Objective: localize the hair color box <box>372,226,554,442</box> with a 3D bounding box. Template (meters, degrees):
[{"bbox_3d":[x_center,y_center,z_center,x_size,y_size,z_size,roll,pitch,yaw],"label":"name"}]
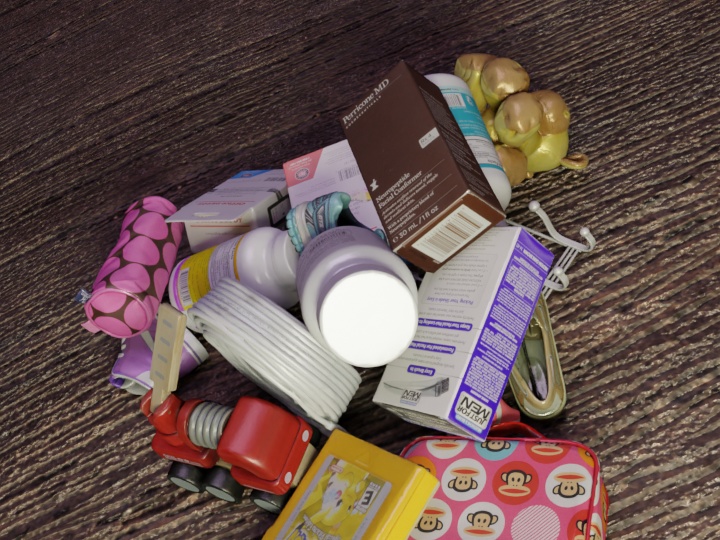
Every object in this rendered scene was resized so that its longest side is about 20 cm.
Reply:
[{"bbox_3d":[0.101,0.057,0.860,0.109,0.065,0.200,4,64,53],"label":"hair color box"}]

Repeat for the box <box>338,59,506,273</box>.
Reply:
[{"bbox_3d":[0.059,-0.109,0.896,0.100,0.075,0.200,-39,49,23],"label":"box"}]

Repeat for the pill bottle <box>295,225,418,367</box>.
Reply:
[{"bbox_3d":[-0.004,0.025,0.866,0.114,0.114,0.200,-26,13,-1],"label":"pill bottle"}]

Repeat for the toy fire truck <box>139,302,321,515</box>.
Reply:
[{"bbox_3d":[-0.149,0.144,0.905,0.176,0.200,0.129,6,57,30],"label":"toy fire truck"}]

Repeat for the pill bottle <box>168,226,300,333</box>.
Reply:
[{"bbox_3d":[-0.137,0.009,1.075,0.200,0.104,0.104,-18,39,37],"label":"pill bottle"}]

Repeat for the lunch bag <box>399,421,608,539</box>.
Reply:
[{"bbox_3d":[0.122,0.218,0.803,0.200,0.082,0.176,-1,47,25],"label":"lunch bag"}]

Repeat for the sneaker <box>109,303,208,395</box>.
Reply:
[{"bbox_3d":[-0.295,0.089,1.135,0.114,0.073,0.200,-42,45,-14],"label":"sneaker"}]

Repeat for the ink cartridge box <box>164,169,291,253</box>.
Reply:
[{"bbox_3d":[-0.158,-0.075,1.184,0.116,0.068,0.200,1,24,26],"label":"ink cartridge box"}]

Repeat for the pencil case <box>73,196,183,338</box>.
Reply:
[{"bbox_3d":[-0.289,-0.007,1.115,0.094,0.091,0.200,-33,28,29],"label":"pencil case"}]

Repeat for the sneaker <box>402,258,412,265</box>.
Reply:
[{"bbox_3d":[0.060,-0.096,1.084,0.078,0.066,0.200,-47,33,48],"label":"sneaker"}]

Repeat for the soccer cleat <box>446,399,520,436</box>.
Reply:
[{"bbox_3d":[0.102,0.108,0.948,0.076,0.067,0.200,1,32,-19],"label":"soccer cleat"}]

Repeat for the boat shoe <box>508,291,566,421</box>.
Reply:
[{"bbox_3d":[0.164,0.052,0.904,0.072,0.076,0.200,-23,65,6],"label":"boat shoe"}]

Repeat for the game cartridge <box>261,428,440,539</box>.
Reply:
[{"bbox_3d":[-0.033,0.251,0.806,0.200,0.032,0.176,-54,24,-16],"label":"game cartridge"}]

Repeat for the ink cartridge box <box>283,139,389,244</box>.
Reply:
[{"bbox_3d":[-0.019,-0.060,1.124,0.116,0.067,0.200,-18,66,13],"label":"ink cartridge box"}]

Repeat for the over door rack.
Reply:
[{"bbox_3d":[0.154,-0.019,1.038,0.200,0.067,0.148,19,57,37],"label":"over door rack"}]

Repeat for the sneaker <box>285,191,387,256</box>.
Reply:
[{"bbox_3d":[0.000,0.000,0.994,0.086,0.200,0.078,-28,15,30],"label":"sneaker"}]

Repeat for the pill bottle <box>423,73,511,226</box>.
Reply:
[{"bbox_3d":[0.102,-0.116,0.998,0.111,0.111,0.200,-20,65,5],"label":"pill bottle"}]

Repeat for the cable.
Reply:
[{"bbox_3d":[-0.092,0.087,0.944,0.200,0.200,0.069,26,71,40],"label":"cable"}]

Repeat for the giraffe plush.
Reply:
[{"bbox_3d":[0.200,-0.170,1.101,0.162,0.200,0.173,-4,56,-26],"label":"giraffe plush"}]
